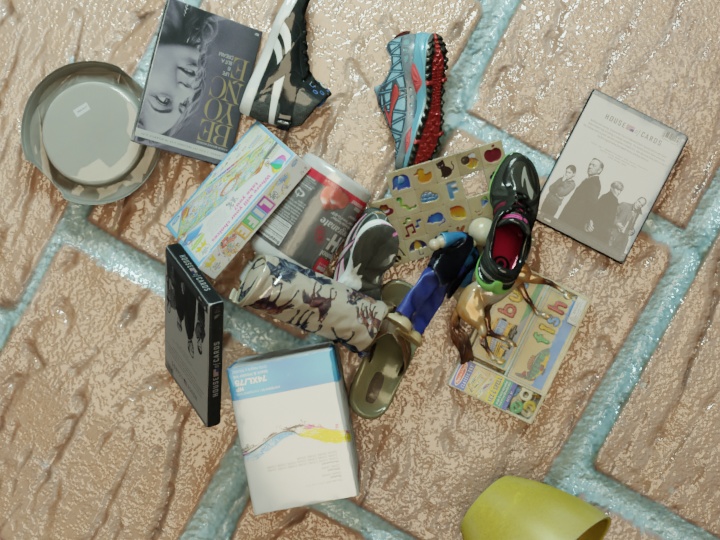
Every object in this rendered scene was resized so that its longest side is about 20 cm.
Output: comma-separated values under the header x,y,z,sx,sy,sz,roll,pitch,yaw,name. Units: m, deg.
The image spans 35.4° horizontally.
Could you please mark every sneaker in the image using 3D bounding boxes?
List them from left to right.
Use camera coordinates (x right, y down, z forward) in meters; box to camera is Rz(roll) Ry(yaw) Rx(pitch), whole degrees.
x,y,z,sx,sy,sz,roll,pitch,yaw,name
-0.081,-0.291,1.573,0.112,0.073,0.200,23,97,-5,sneaker
0.000,0.000,1.563,0.080,0.086,0.200,21,121,-17,sneaker
0.065,-0.233,1.575,0.095,0.079,0.200,14,102,31,sneaker
0.207,-0.066,1.506,0.077,0.084,0.200,13,73,-10,sneaker

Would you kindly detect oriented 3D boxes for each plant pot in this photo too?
x,y,z,sx,sy,sz,roll,pitch,yaw,name
0.221,0.364,1.535,0.142,0.200,0.200,41,92,27,plant pot

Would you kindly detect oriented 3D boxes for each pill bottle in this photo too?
x,y,z,sx,sy,sz,roll,pitch,yaw,name
-0.081,-0.052,1.554,0.111,0.111,0.200,33,92,0,pill bottle

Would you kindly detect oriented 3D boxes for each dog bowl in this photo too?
x,y,z,sx,sy,sz,roll,pitch,yaw,name
-0.371,-0.191,1.583,0.200,0.059,0.201,0,91,1,dog bowl

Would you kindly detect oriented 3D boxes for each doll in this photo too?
x,y,z,sx,sy,sz,roll,pitch,yaw,name
0.118,0.008,1.547,0.048,0.136,0.200,29,75,37,doll

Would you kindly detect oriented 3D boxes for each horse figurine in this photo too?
x,y,z,sx,sy,sz,roll,pitch,yaw,name
0.191,0.041,1.555,0.200,0.050,0.133,-44,91,2,horse figurine

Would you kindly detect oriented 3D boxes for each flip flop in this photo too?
x,y,z,sx,sy,sz,roll,pitch,yaw,name
0.037,0.111,1.574,0.081,0.058,0.200,21,80,0,flip flop

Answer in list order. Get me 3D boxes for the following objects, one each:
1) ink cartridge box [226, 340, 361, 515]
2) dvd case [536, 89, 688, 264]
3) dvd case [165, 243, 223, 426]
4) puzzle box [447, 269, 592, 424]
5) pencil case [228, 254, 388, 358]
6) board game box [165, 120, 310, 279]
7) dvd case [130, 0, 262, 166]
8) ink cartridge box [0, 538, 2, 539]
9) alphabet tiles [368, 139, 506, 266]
x,y,z,sx,sy,sz,roll,pitch,yaw,name
-0.087,0.211,1.543,0.146,0.147,0.200,-11,91,1,ink cartridge box
0.347,-0.131,1.583,0.150,0.025,0.200,27,92,1,dvd case
-0.224,0.087,1.504,0.025,0.150,0.200,-13,128,-27,dvd case
0.224,0.100,1.593,0.133,0.025,0.200,25,92,1,puzzle box
-0.068,0.046,1.488,0.200,0.078,0.090,24,120,-21,pencil case
-0.171,-0.100,1.548,0.200,0.134,0.034,-48,130,3,board game box
-0.225,-0.256,1.558,0.149,0.016,0.200,14,93,-35,dvd case
-0.563,0.490,1.595,0.200,0.083,0.147,-41,91,2,ink cartridge box
0.120,-0.077,1.573,0.200,0.008,0.167,-16,111,2,alphabet tiles
